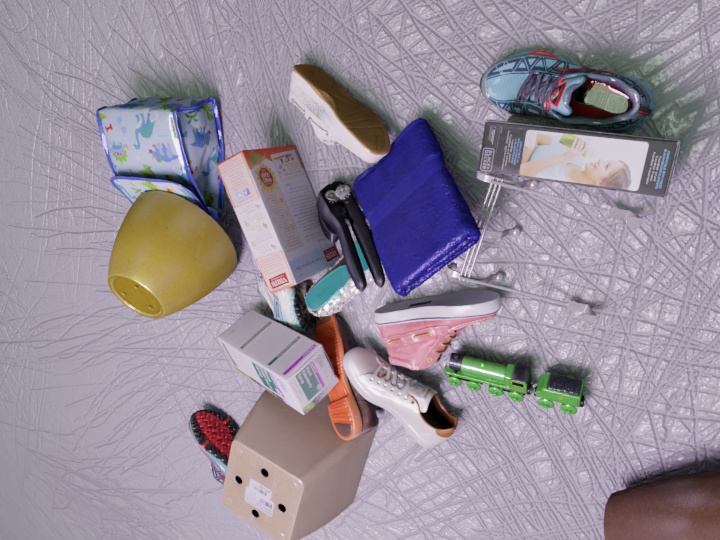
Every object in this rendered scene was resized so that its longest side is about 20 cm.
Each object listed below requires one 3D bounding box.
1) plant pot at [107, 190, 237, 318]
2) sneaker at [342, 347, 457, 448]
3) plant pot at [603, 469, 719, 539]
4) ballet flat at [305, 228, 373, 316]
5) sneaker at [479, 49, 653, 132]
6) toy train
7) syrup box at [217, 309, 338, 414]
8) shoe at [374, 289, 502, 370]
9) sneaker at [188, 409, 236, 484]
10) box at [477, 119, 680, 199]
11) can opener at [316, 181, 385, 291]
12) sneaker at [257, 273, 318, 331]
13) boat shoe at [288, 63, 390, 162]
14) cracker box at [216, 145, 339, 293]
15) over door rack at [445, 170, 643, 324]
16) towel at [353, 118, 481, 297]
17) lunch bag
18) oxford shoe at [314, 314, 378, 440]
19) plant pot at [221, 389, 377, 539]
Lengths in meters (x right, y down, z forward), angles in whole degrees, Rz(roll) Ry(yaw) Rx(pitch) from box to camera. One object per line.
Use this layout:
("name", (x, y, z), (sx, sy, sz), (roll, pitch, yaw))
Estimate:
("plant pot", (-0.325, -0.008, 0.906), (0.199, 0.142, 0.201), (16, 140, 14))
("sneaker", (0.066, 0.178, 0.839), (0.200, 0.073, 0.085), (40, 136, 0))
("plant pot", (0.410, 0.325, 0.664), (0.199, 0.187, 0.188), (-15, 97, 44))
("ballet flat", (0.000, 0.000, 0.832), (0.200, 0.072, 0.072), (-39, 85, 21))
("sneaker", (0.230, -0.210, 0.635), (0.199, 0.095, 0.080), (16, 111, 22))
("toy train", (0.210, 0.153, 0.771), (0.199, 0.042, 0.057), (10, 143, 25))
("syrup box", (-0.135, 0.140, 0.884), (0.200, 0.081, 0.079), (20, 141, 45))
("shoe", (0.116, 0.087, 0.798), (0.199, 0.071, 0.091), (-11, 100, 35))
("sneaker", (-0.267, 0.360, 1.057), (0.200, 0.079, 0.096), (48, 124, 11))
("box", (0.249, -0.132, 0.639), (0.199, 0.117, 0.060), (14, 108, 25))
("can opener", (-0.011, -0.052, 0.790), (0.079, 0.063, 0.200), (83, 163, -51))
("sneaker", (-0.139, 0.006, 0.900), (0.086, 0.078, 0.201), (-8, 100, 32))
("boat shoe", (-0.034, -0.211, 0.789), (0.200, 0.071, 0.069), (51, 135, 24))
("cracker box", (-0.117, -0.081, 0.830), (0.057, 0.134, 0.201), (-20, 94, 30))
("over door rack", (0.226, -0.034, 0.711), (0.199, 0.067, 0.148), (18, 114, 9))
("towel", (0.072, -0.083, 0.735), (0.148, 0.049, 0.201), (-41, 52, 34))
("lunch bag", (-0.322, -0.178, 0.922), (0.169, 0.127, 0.201), (9, 121, 23))
("oxford shoe", (-0.022, 0.165, 0.896), (0.071, 0.073, 0.201), (-24, 75, 46))
("plant pot", (-0.115, 0.318, 0.918), (0.199, 0.177, 0.201), (24, 113, 20))
